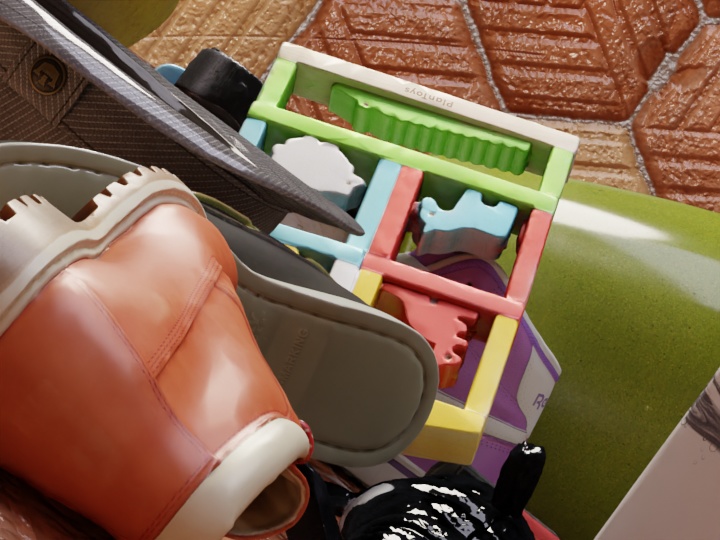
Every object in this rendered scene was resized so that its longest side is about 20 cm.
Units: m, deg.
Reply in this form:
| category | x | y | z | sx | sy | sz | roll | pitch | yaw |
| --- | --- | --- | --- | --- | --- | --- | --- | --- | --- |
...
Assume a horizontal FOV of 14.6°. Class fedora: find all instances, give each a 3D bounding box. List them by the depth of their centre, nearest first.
| category | x | y | z | sx | sy | sz | roll | pitch | yaw |
| --- | --- | --- | --- | --- | --- | --- | --- | --- | --- |
| fedora | -0.104 | -0.038 | 1.005 | 0.200 | 0.090 | 0.177 | 37 | 3 | -4 |

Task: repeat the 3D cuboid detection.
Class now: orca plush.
| category | x | y | z | sx | sy | sz | roll | pitch | yaw |
| --- | --- | --- | --- | --- | --- | --- | --- | --- | --- |
| orca plush | 0.025 | 0.076 | 0.910 | 0.105 | 0.071 | 0.200 | 38 | 4 | 26 |

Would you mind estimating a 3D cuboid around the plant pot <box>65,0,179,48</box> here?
| category | x | y | z | sx | sy | sz | roll | pitch | yaw |
| --- | --- | --- | --- | --- | --- | --- | --- | --- | --- |
| plant pot | -0.140 | -0.162 | 1.129 | 0.200 | 0.199 | 0.142 | 41 | -30 | 56 |

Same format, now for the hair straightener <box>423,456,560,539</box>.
| category | x | y | z | sx | sy | sz | roll | pitch | yaw |
| --- | --- | --- | --- | --- | --- | --- | --- | --- | --- |
| hair straightener | 0.073 | 0.115 | 1.110 | 0.077 | 0.041 | 0.200 | 39 | 5 | 38 |

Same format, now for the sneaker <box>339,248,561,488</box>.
| category | x | y | z | sx | sy | sz | roll | pitch | yaw |
| --- | --- | --- | --- | --- | --- | --- | --- | --- | --- |
| sneaker | -0.010 | 0.008 | 1.133 | 0.200 | 0.114 | 0.073 | 34 | 5 | -14 |

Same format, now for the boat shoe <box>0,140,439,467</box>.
| category | x | y | z | sx | sy | sz | roll | pitch | yaw |
| --- | --- | --- | --- | --- | --- | --- | --- | --- | --- |
| boat shoe | -0.064 | 0.009 | 0.916 | 0.201 | 0.072 | 0.061 | 28 | 2 | -36 |

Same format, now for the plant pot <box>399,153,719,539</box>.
| category | x | y | z | sx | sy | sz | roll | pitch | yaw |
| --- | --- | --- | --- | --- | --- | --- | --- | --- | --- |
| plant pot | 0.091 | 0.043 | 1.242 | 0.192 | 0.201 | 0.200 | 23 | 5 | -6 |

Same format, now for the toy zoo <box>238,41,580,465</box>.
| category | x | y | z | sx | sy | sz | roll | pitch | yaw |
| --- | --- | --- | --- | --- | --- | --- | --- | --- | --- |
| toy zoo | 0.000 | 0.000 | 1.078 | 0.131 | 0.020 | 0.200 | 18 | 47 | 4 |

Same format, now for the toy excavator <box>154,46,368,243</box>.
| category | x | y | z | sx | sy | sz | roll | pitch | yaw |
| --- | --- | --- | --- | --- | --- | --- | --- | --- | --- |
| toy excavator | -0.094 | -0.041 | 1.293 | 0.194 | 0.100 | 0.200 | 36 | -10 | -7 |

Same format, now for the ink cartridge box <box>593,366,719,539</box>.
| category | x | y | z | sx | sy | sz | roll | pitch | yaw |
| --- | --- | --- | --- | --- | --- | --- | --- | --- | --- |
| ink cartridge box | 0.171 | 0.098 | 0.984 | 0.145 | 0.200 | 0.084 | 32 | 5 | -45 |

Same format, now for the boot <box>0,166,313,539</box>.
| category | x | y | z | sx | sy | sz | roll | pitch | yaw |
| --- | --- | --- | --- | --- | --- | --- | --- | --- | --- |
| boot | -0.056 | 0.032 | 0.771 | 0.107 | 0.075 | 0.200 | 40 | 12 | 3 |
